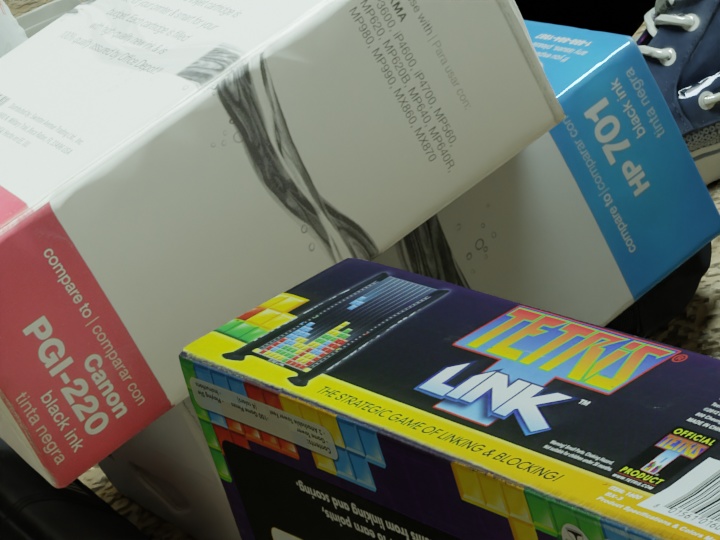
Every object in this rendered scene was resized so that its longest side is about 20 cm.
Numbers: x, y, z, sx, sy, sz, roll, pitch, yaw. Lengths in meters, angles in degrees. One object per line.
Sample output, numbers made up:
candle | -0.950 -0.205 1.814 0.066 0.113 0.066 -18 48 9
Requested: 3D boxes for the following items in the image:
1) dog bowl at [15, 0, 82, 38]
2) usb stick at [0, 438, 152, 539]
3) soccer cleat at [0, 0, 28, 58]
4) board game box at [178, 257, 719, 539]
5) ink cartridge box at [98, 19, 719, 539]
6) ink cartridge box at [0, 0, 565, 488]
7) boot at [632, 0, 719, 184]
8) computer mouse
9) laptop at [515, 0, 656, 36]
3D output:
dog bowl | -0.117 -0.099 1.291 0.200 0.059 0.200 -15 22 6
usb stick | -0.114 0.081 0.863 0.055 0.033 0.200 12 7 -28
soccer cleat | -0.146 -0.059 1.037 0.069 0.200 0.085 -29 4 21
board game box | 0.055 0.094 0.531 0.057 0.166 0.200 -30 24 -25
ink cartridge box | 0.000 0.000 0.869 0.200 0.086 0.146 -36 25 -19
ink cartridge box | -0.058 -0.037 0.798 0.200 0.085 0.146 -38 26 -13
boot | 0.127 -0.084 1.016 0.200 0.090 0.073 -19 21 -4
computer mouse | 0.076 0.038 0.852 0.059 0.034 0.200 -13 27 35
laptop | 0.016 -0.116 1.055 0.187 0.116 0.200 -7 -39 -54
